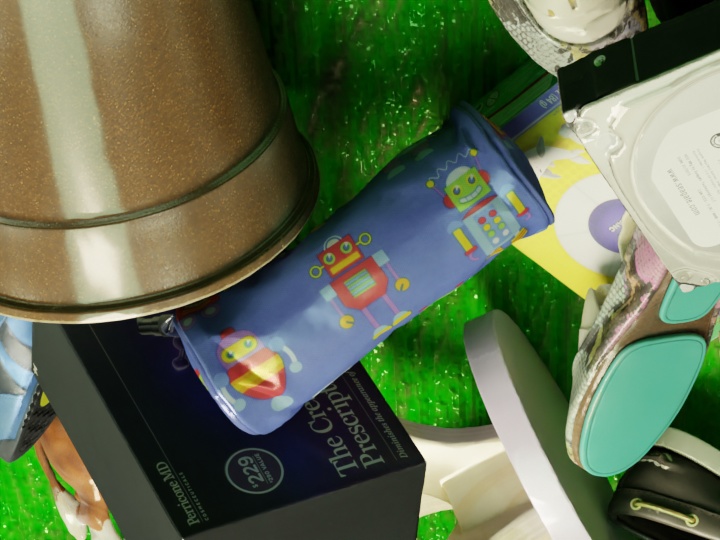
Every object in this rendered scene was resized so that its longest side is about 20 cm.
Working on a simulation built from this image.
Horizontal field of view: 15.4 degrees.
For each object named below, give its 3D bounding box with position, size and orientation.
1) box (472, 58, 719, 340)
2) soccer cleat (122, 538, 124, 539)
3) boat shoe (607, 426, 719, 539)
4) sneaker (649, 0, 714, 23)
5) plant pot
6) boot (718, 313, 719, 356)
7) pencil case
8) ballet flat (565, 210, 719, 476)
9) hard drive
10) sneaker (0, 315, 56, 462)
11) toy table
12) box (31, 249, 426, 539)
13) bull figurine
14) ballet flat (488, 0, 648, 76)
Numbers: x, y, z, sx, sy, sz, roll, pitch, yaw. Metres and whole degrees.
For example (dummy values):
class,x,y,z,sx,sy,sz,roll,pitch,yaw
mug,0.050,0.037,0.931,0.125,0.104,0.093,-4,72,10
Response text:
class,x,y,z,sx,sy,sz,roll,pitch,yaw
box,0.148,-0.032,1.395,0.200,0.048,0.117,34,130,-22
soccer cleat,-0.057,0.205,1.647,0.199,0.068,0.073,11,130,4
boat shoe,0.233,0.163,1.473,0.201,0.061,0.072,31,161,13
sneaker,0.220,-0.116,1.253,0.199,0.114,0.076,20,123,-11
plant pot,-0.132,-0.113,1.286,0.200,0.200,0.199,-1,124,12
boot,0.237,0.008,1.322,0.075,0.107,0.201,8,111,-15
pencil case,0.000,0.000,1.327,0.200,0.087,0.078,-36,91,4
ballet flat,0.148,0.014,1.361,0.069,0.071,0.200,-4,134,-28
hard drive,0.207,-0.074,1.202,0.200,0.038,0.140,-22,133,18
sneaker,-0.192,0.017,1.494,0.078,0.066,0.200,26,127,12
toy table,0.070,0.130,1.489,0.117,0.184,0.200,-26,101,13
box,-0.073,0.075,1.403,0.141,0.200,0.079,-18,139,-21
bull figurine,-0.097,0.108,1.550,0.199,0.065,0.122,-5,99,25
ballet flat,0.084,-0.160,1.246,0.072,0.072,0.201,-18,118,26
